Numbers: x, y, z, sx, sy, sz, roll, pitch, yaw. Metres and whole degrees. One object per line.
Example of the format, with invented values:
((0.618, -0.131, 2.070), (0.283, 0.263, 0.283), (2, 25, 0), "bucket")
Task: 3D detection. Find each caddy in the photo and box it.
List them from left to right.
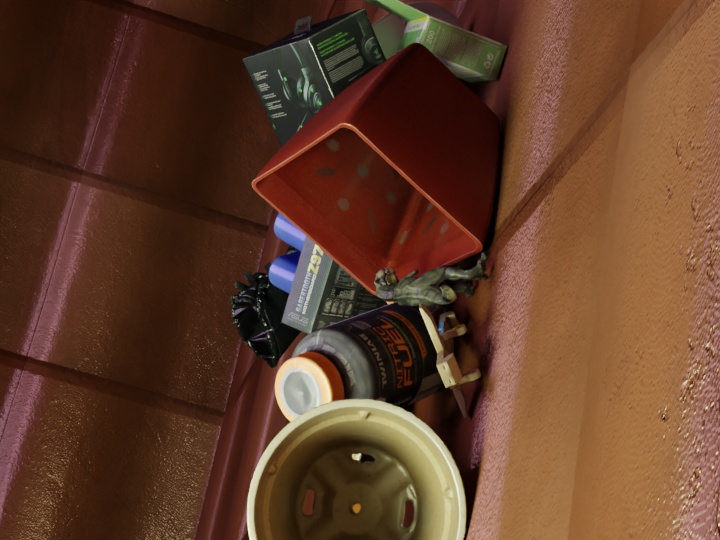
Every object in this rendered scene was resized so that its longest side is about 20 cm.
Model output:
((-0.026, -0.028, 2.018), (0.199, 0.104, 0.143), (-24, -52, -50), "caddy")

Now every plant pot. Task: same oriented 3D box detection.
((-0.004, 0.227, 1.503), (0.184, 0.198, 0.203), (92, -167, -83), "plant pot")
((0.038, -0.123, 1.706), (0.199, 0.199, 0.177), (-26, 29, 52), "plant pot")

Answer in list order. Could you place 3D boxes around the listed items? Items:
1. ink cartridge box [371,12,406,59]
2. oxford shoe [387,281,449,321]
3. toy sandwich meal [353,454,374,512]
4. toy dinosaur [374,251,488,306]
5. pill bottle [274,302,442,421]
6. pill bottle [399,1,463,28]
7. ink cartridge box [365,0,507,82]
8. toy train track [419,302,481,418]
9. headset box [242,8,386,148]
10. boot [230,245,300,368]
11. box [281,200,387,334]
((0.019, -0.210, 2.015), (0.084, 0.145, 0.200), (-38, -2, -32), "ink cartridge box")
((0.068, 0.024, 1.774), (0.073, 0.071, 0.201), (-52, 23, 18), "oxford shoe")
((0.010, 0.203, 1.793), (0.205, 0.069, 0.208), (-161, 90, -85), "toy sandwich meal")
((0.081, 0.015, 1.600), (0.200, 0.087, 0.048), (179, 77, -69), "toy dinosaur")
((-0.001, 0.101, 1.599), (0.199, 0.106, 0.107), (-18, -46, -54), "pill bottle")
((0.061, -0.254, 2.104), (0.201, 0.111, 0.113), (119, 164, -56), "pill bottle")
((0.063, -0.280, 1.861), (0.146, 0.198, 0.049), (-144, 74, -80), "ink cartridge box")
((0.094, 0.072, 1.551), (0.200, 0.032, 0.116), (-75, -37, -78), "toy train track")
((-0.038, -0.207, 1.913), (0.092, 0.202, 0.173), (-31, 13, -28), "headset box")
((-0.083, 0.069, 2.100), (0.073, 0.200, 0.163), (-8, 27, 38), "boot")
((0.000, 0.000, 1.872), (0.199, 0.051, 0.160), (8, -79, -57), "box")
